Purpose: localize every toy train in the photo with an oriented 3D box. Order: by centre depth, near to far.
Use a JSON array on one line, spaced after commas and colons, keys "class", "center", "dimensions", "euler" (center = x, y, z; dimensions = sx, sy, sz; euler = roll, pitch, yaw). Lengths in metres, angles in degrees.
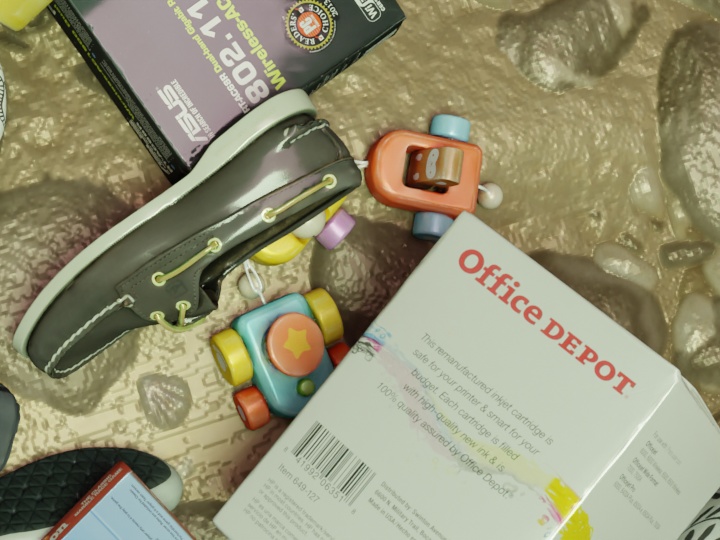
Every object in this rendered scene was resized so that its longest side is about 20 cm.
[{"class": "toy train", "center": [0.000, 0.000, 1.061], "dimensions": [0.149, 0.056, 0.202], "euler": [16, 80, -13]}]

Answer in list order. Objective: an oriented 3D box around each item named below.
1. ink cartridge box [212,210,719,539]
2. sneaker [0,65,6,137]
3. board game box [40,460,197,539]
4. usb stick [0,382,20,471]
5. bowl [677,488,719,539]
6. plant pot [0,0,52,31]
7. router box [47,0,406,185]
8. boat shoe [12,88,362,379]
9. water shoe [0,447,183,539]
[{"class": "ink cartridge box", "center": [0.062, 0.108, 0.974], "dimensions": [0.147, 0.145, 0.200], "euler": [39, 88, 31]}, {"class": "sneaker", "center": [-0.220, -0.025, 0.975], "dimensions": [0.067, 0.108, 0.204], "euler": [10, 82, -14]}, {"class": "board game box", "center": [-0.094, 0.200, 0.995], "dimensions": [0.103, 0.019, 0.200], "euler": [-45, 117, -13]}, {"class": "usb stick", "center": [-0.231, 0.066, 0.934], "dimensions": [0.032, 0.200, 0.056], "euler": [7, 81, 28]}, {"class": "bowl", "center": [0.199, 0.198, 1.058], "dimensions": [0.093, 0.200, 0.203], "euler": [-4, 82, 29]}, {"class": "plant pot", "center": [-0.155, -0.225, 0.918], "dimensions": [0.200, 0.201, 0.190], "euler": [36, 92, -9]}, {"class": "router box", "center": [-0.093, -0.169, 1.049], "dimensions": [0.149, 0.062, 0.201], "euler": [-37, 94, -14]}, {"class": "boat shoe", "center": [-0.089, -0.006, 1.003], "dimensions": [0.201, 0.072, 0.061], "euler": [-40, 79, 7]}, {"class": "water shoe", "center": [-0.180, 0.157, 0.999], "dimensions": [0.199, 0.071, 0.080], "euler": [-23, 122, -22]}]
